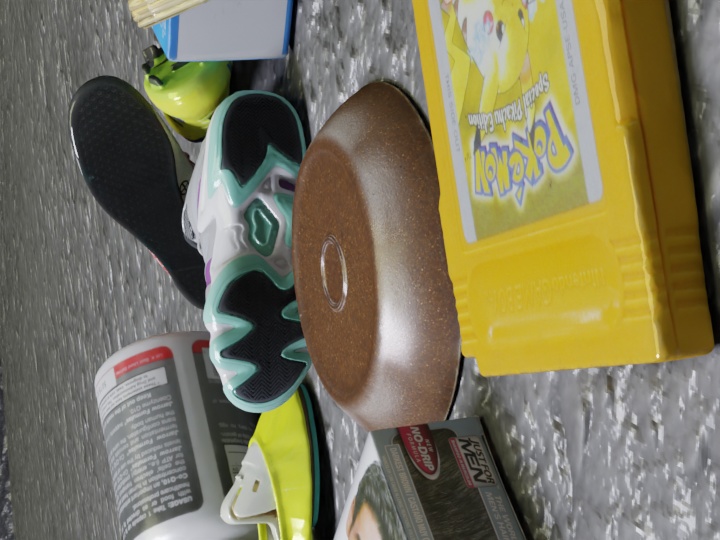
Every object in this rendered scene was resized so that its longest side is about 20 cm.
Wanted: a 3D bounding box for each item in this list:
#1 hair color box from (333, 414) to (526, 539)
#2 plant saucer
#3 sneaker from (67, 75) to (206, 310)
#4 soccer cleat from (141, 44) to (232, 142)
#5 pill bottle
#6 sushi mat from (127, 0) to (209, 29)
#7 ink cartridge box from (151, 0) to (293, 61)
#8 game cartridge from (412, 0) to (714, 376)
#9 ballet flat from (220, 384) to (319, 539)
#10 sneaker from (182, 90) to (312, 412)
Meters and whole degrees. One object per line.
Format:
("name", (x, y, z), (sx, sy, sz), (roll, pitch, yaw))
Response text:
("hair color box", (0.025, 0.174, 0.749), (0.201, 0.060, 0.099), (107, 151, -46))
("plant saucer", (0.000, 0.000, 0.807), (0.200, 0.036, 0.202), (173, 90, -70))
("sneaker", (-0.150, -0.069, 1.065), (0.202, 0.067, 0.108), (58, -178, -34))
("soccer cleat", (-0.110, -0.122, 1.027), (0.084, 0.064, 0.200), (63, 176, -15))
("pill bottle", (-0.120, 0.155, 1.072), (0.114, 0.113, 0.201), (116, 144, -56))
("sushi mat", (-0.078, -0.205, 0.828), (0.199, 0.012, 0.096), (-13, 103, 42))
("ink cartridge box", (-0.107, -0.244, 0.963), (0.200, 0.084, 0.147), (-122, 32, -50))
("game cartridge", (0.071, -0.060, 0.597), (0.176, 0.032, 0.201), (161, 103, -70))
("ballet flat", (-0.056, 0.174, 0.966), (0.067, 0.067, 0.201), (166, 98, -71))
("sneaker", (-0.075, -0.006, 0.971), (0.140, 0.077, 0.201), (155, 117, -71))
